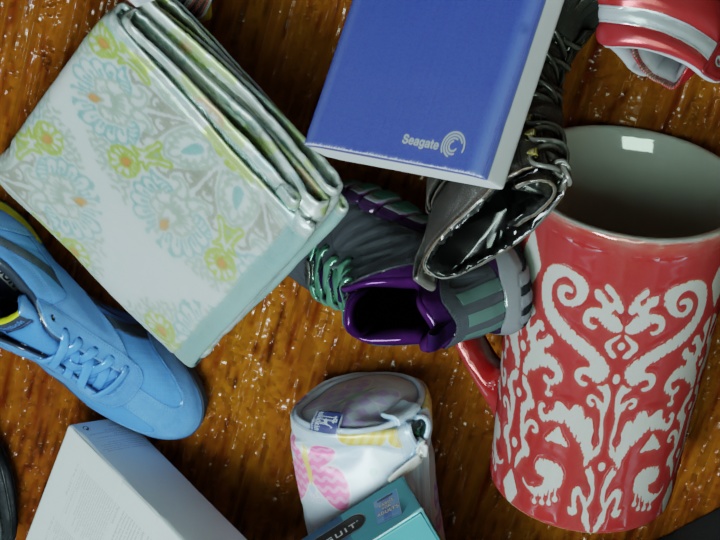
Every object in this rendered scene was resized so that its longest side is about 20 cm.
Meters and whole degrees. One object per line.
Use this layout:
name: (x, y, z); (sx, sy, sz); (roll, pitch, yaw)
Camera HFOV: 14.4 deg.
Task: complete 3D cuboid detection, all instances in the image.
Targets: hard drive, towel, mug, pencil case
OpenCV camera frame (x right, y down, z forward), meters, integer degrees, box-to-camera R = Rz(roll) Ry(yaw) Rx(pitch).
hard drive: (0.052, -0.149, 1.503); (0.132, 0.025, 0.201); (12, 81, 44)
towel: (-0.108, -0.050, 1.612); (0.171, 0.048, 0.200); (46, 139, 1)
mug: (0.128, 0.027, 1.627); (0.133, 0.177, 0.201); (-14, 125, -32)
pencil case: (0.014, 0.160, 1.708); (0.090, 0.083, 0.201); (6, 117, 28)

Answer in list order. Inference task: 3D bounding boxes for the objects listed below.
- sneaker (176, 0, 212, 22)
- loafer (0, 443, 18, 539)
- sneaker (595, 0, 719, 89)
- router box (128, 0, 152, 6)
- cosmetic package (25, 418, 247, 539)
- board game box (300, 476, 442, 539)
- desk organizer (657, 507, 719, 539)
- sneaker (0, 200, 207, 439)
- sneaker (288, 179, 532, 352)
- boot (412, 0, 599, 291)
sneaker: (-0.051, -0.216, 1.566); (0.200, 0.078, 0.082); (-38, 130, 18)
loafer: (-0.269, 0.095, 1.732); (0.068, 0.070, 0.201); (-17, 110, 16)
sneaker: (0.204, -0.150, 1.496); (0.199, 0.071, 0.113); (1, 95, -29)
router box: (-0.050, -0.252, 1.489); (0.199, 0.180, 0.049); (-18, 151, 16)
cosmetic package: (-0.148, 0.214, 1.734); (0.151, 0.051, 0.201); (43, 122, 35)
board game box: (0.013, 0.242, 1.667); (0.151, 0.047, 0.201); (-32, 116, -1)
desk organizer: (0.204, 0.204, 1.705); (0.199, 0.072, 0.077); (-29, 109, 20)
sneaker: (-0.178, 0.042, 1.691); (0.200, 0.079, 0.066); (42, 112, -12)
sneaker: (0.000, 0.000, 1.590); (0.199, 0.087, 0.075); (13, 117, 46)
boot: (0.098, -0.095, 1.525); (0.069, 0.175, 0.200); (31, 119, -22)
